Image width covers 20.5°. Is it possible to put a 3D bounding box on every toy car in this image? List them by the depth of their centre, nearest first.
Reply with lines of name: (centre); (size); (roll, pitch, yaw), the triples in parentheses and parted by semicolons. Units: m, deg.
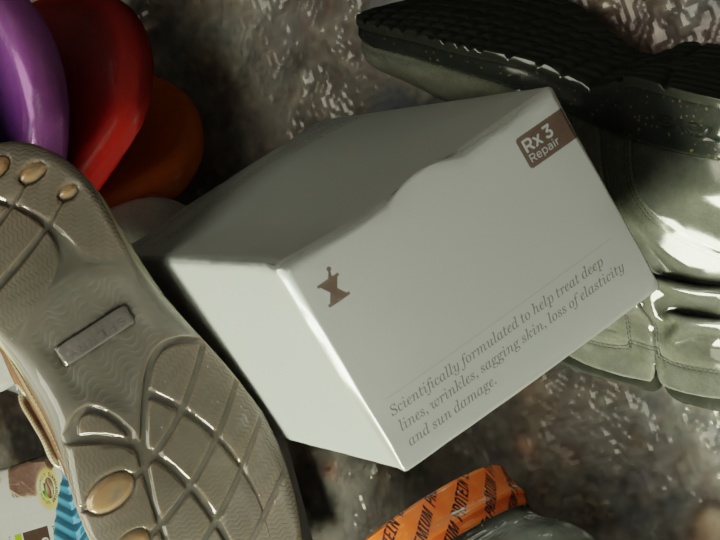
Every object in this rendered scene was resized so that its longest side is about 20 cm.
toy car: (-0.149, -0.047, 0.818); (0.175, 0.200, 0.150); (39, 119, 34)

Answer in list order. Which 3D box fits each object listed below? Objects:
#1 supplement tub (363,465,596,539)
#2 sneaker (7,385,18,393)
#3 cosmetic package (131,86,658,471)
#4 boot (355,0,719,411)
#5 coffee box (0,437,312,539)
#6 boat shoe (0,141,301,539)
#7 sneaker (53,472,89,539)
supplement tub: (0.071, 0.180, 0.737); (0.200, 0.123, 0.123); (54, 129, 17)
sneaker: (-0.178, 0.019, 0.939); (0.200, 0.073, 0.071); (29, 115, 31)
cosmetic package: (0.000, 0.000, 0.700); (0.081, 0.113, 0.200); (60, 163, -14)
boot: (0.075, -0.024, 0.725); (0.200, 0.068, 0.131); (22, 123, 38)
coffee box: (-0.131, 0.124, 0.892); (0.200, 0.113, 0.080); (-21, 81, 43)
boat shoe: (-0.083, 0.046, 0.714); (0.200, 0.076, 0.072); (63, 170, 0)
sneaker: (-0.058, 0.140, 0.771); (0.076, 0.081, 0.200); (-20, 82, 21)
